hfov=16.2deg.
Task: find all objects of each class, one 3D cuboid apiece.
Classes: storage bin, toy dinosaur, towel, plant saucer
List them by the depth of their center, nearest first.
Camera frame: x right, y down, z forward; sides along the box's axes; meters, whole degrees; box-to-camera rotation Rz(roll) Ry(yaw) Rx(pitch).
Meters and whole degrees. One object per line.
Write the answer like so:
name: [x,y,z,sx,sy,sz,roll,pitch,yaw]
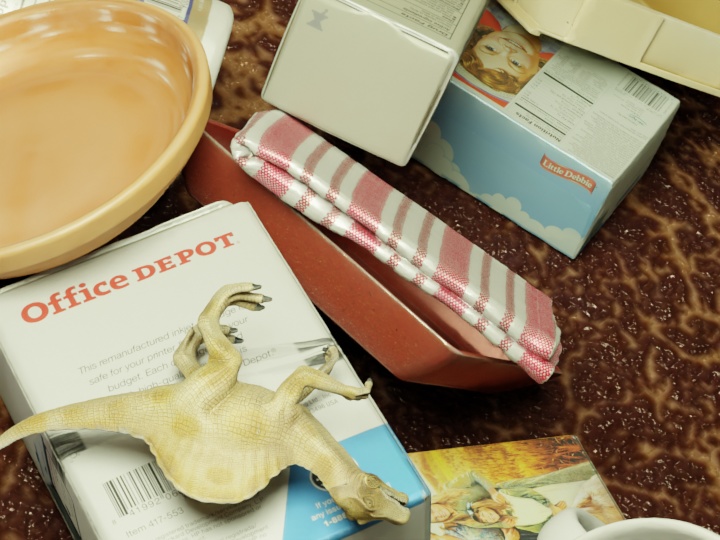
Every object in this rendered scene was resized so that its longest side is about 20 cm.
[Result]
toy dinosaur: [-0.070,0.060,1.143,0.200,0.058,0.101,11,56,8]
plant saucer: [-0.166,-0.062,1.274,0.200,0.037,0.200,-12,42,11]
towel: [0.019,-0.015,1.311,0.200,0.030,0.146,35,8,-1]
plant saucer: [0.000,0.000,1.354,0.200,0.037,0.200,42,9,18]
storage bin: [0.170,-0.197,1.606,0.200,0.094,0.199,15,23,-35]

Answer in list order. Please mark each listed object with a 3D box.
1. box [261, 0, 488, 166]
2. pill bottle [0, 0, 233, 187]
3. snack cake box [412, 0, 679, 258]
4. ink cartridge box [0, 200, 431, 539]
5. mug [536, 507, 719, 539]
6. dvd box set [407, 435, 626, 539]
box: [0.021,-0.148,1.430,0.095,0.078,0.200,26,31,1]
pill bottle: [-0.180,-0.127,1.404,0.200,0.111,0.111,19,40,-7]
snack cake box: [0.080,-0.107,1.550,0.200,0.067,0.115,33,41,10]
ink cartridge box: [-0.075,0.082,1.215,0.146,0.086,0.200,-22,54,-15]
mug: [0.152,0.189,1.183,0.175,0.148,0.200,31,17,-52]
dvd box set: [0.054,0.153,1.279,0.200,0.029,0.146,-3,47,-30]
